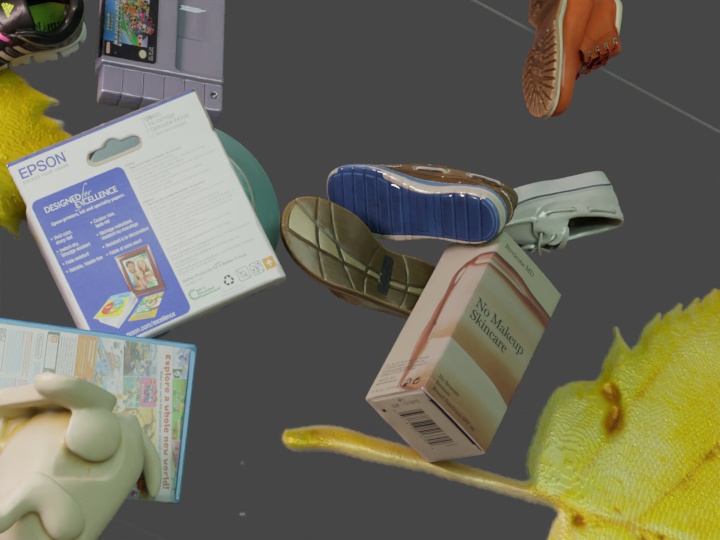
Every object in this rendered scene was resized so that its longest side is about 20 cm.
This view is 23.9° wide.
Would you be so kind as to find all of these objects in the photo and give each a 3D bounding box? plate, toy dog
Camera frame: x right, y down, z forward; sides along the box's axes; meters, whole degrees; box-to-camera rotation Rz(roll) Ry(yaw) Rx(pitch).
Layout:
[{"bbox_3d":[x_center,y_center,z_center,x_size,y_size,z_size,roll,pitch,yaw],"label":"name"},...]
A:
[{"bbox_3d":[-0.169,-0.065,1.646,0.199,0.026,0.201,9,63,-18],"label":"plate"},{"bbox_3d":[-0.259,0.206,1.411,0.194,0.139,0.201,33,58,-51],"label":"toy dog"}]

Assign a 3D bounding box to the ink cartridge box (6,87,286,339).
[{"bbox_3d":[-0.199,-0.041,1.582,0.197,0.047,0.201,-24,82,-19],"label":"ink cartridge box"}]

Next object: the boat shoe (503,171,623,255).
[{"bbox_3d":[0.190,-0.050,1.755,0.199,0.074,0.066,-18,68,-27],"label":"boat shoe"}]

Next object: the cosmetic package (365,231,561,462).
[{"bbox_3d":[0.101,0.073,1.632,0.103,0.087,0.200,45,54,-24],"label":"cosmetic package"}]

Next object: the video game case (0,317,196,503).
[{"bbox_3d":[-0.249,0.124,1.500,0.199,0.018,0.144,9,79,-18],"label":"video game case"}]

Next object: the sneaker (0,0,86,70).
[{"bbox_3d":[-0.347,-0.230,1.620,0.199,0.087,0.074,-20,73,-29],"label":"sneaker"}]

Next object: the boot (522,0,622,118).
[{"bbox_3d":[0.240,-0.241,1.875,0.107,0.075,0.201,22,57,-16],"label":"boot"}]

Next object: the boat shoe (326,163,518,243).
[{"bbox_3d":[0.062,-0.069,1.684,0.199,0.073,0.072,14,27,28],"label":"boat shoe"}]

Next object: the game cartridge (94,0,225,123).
[{"bbox_3d":[-0.200,-0.250,1.723,0.129,0.038,0.201,10,61,-22],"label":"game cartridge"}]

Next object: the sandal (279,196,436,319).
[{"bbox_3d":[0.000,0.000,1.671,0.200,0.054,0.081,28,62,-24],"label":"sandal"}]
